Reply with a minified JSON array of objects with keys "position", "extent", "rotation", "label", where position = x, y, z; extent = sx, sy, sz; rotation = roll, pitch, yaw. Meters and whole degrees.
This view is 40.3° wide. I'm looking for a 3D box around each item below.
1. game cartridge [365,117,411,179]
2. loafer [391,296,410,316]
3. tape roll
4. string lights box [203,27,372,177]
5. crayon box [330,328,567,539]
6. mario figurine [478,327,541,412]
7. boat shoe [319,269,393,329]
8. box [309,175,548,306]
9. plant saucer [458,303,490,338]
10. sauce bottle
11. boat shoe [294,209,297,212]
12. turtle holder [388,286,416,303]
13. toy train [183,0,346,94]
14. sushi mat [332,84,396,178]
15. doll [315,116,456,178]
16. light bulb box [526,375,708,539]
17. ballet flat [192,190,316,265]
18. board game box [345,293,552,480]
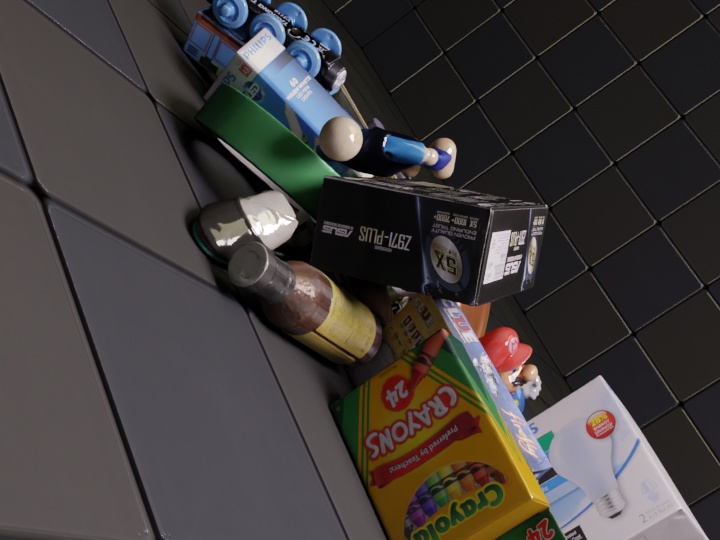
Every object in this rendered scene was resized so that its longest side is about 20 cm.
[{"position":[-0.002,-0.104,1.267],"extent":[0.041,0.133,0.201],"rotation":[38,18,-35],"label":"game cartridge"},{"position":[0.031,0.064,1.109],"extent":[0.063,0.072,0.200],"rotation":[41,17,-7],"label":"loafer"},{"position":[-0.080,-0.108,1.006],"extent":[0.200,0.048,0.200],"rotation":[41,-2,1],"label":"tape roll"},{"position":[-0.073,-0.164,1.117],"extent":[0.200,0.103,0.059],"rotation":[44,53,-8],"label":"string lights box"},{"position":[0.070,0.167,0.822],"extent":[0.051,0.127,0.201],"rotation":[36,22,-56],"label":"crayon box"},{"position":[0.197,0.163,1.257],"extent":[0.124,0.105,0.202],"rotation":[-113,-170,-57],"label":"mario figurine"},{"position":[-0.005,-0.002,1.052],"extent":[0.074,0.075,0.203],"rotation":[23,19,-31],"label":"boat shoe"},{"position":[0.071,-0.034,0.930],"extent":[0.162,0.087,0.200],"rotation":[13,10,22],"label":"box"},{"position":[0.130,0.061,1.273],"extent":[0.037,0.202,0.200],"rotation":[12,-6,22],"label":"plant saucer"},{"position":[-0.047,0.030,0.877],"extent":[0.200,0.064,0.065],"rotation":[42,17,-56],"label":"sauce bottle"},{"position":[-0.086,-0.142,1.208],"extent":[0.201,0.060,0.076],"rotation":[55,11,-4],"label":"boat shoe"},{"position":[0.063,-0.002,1.308],"extent":[0.140,0.187,0.132],"rotation":[20,14,-2],"label":"turtle holder"},{"position":[-0.111,-0.261,1.170],"extent":[0.199,0.115,0.087],"rotation":[36,37,5],"label":"toy train"},{"position":[-0.006,-0.136,1.185],"extent":[0.012,0.096,0.201],"rotation":[-9,55,-29],"label":"sushi mat"},{"position":[0.018,-0.115,0.951],"extent":[0.200,0.135,0.049],"rotation":[-3,97,-63],"label":"doll"},{"position":[0.268,0.272,1.174],"extent":[0.125,0.197,0.201],"rotation":[47,13,-44],"label":"light bulb box"},{"position":[-0.085,-0.040,0.903],"extent":[0.068,0.068,0.200],"rotation":[58,12,12],"label":"ballet flat"},{"position":[0.075,0.133,0.914],"extent":[0.034,0.136,0.201],"rotation":[4,49,-46],"label":"board game box"}]
